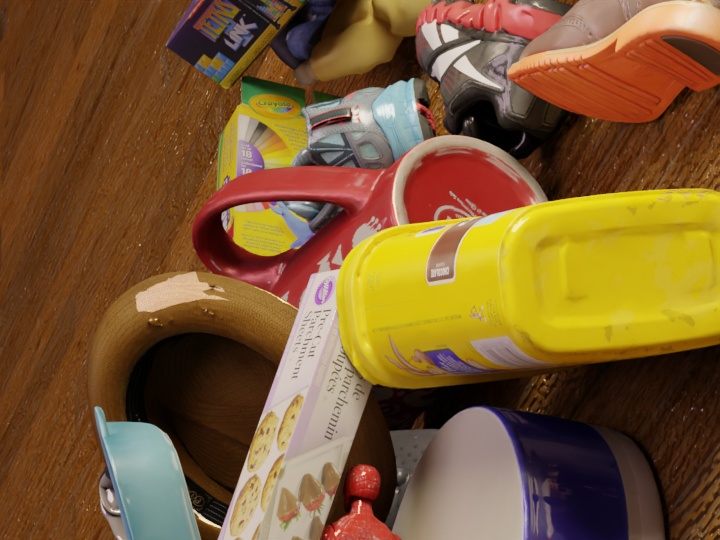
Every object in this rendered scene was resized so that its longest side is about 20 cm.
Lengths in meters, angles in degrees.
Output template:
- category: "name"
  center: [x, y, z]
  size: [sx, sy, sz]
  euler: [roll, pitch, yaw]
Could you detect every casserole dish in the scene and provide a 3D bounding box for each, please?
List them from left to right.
- category: "casserole dish"
  center: [-0.104, 0.167, 1.605]
  size: [0.121, 0.039, 0.200]
  euler: [-149, 43, -79]

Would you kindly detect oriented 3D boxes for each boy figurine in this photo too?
- category: "boy figurine"
  center: [0.001, -0.173, 1.949]
  size: [0.124, 0.064, 0.200]
  euler: [-52, 18, -16]

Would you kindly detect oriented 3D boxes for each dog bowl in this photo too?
- category: "dog bowl"
  center: [0.078, 0.172, 1.502]
  size: [0.200, 0.079, 0.200]
  euler: [-167, 90, -71]

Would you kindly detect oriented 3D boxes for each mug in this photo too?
- category: "mug"
  center: [0.002, 0.011, 1.697]
  size: [0.200, 0.177, 0.134]
  euler: [-44, 40, 52]

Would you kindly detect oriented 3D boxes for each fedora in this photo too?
- category: "fedora"
  center: [-0.057, 0.080, 1.657]
  size: [0.082, 0.200, 0.201]
  euler: [-37, -23, -54]

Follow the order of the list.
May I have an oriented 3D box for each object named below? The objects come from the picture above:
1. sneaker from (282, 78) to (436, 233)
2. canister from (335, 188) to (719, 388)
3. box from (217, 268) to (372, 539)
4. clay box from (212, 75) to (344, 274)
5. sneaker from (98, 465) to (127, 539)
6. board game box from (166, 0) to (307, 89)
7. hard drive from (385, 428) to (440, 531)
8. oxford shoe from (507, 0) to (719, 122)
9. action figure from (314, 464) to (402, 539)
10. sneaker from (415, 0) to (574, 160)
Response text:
- category: "sneaker"
  center: [-0.003, -0.053, 1.801]
  size: [0.200, 0.095, 0.079]
  euler: [89, 175, -58]
- category: "canister"
  center: [0.092, 0.009, 1.465]
  size: [0.200, 0.148, 0.087]
  euler: [169, 96, -67]
- category: "box"
  center: [-0.033, 0.096, 1.531]
  size: [0.041, 0.039, 0.200]
  euler: [-8, 57, 53]
- category: "clay box"
  center: [-0.036, -0.027, 1.911]
  size: [0.048, 0.115, 0.200]
  euler: [125, 152, -50]
- category: "sneaker"
  center: [-0.097, 0.115, 1.949]
  size: [0.077, 0.146, 0.203]
  euler: [125, 153, -52]
- category: "board game box"
  center: [-0.037, -0.237, 1.921]
  size: [0.200, 0.057, 0.165]
  euler: [-61, 11, -30]
- category: "hard drive"
  center: [-0.039, 0.166, 1.694]
  size: [0.200, 0.042, 0.135]
  euler: [-11, 54, 25]
- category: "oxford shoe"
  center: [0.146, -0.128, 1.540]
  size: [0.200, 0.071, 0.073]
  euler: [-13, 55, 61]
- category: "action figure"
  center: [-0.029, 0.196, 1.570]
  size: [0.099, 0.065, 0.200]
  euler: [24, 101, 62]
- category: "sneaker"
  center: [0.075, -0.113, 1.713]
  size: [0.200, 0.071, 0.098]
  euler: [-172, 97, -70]
